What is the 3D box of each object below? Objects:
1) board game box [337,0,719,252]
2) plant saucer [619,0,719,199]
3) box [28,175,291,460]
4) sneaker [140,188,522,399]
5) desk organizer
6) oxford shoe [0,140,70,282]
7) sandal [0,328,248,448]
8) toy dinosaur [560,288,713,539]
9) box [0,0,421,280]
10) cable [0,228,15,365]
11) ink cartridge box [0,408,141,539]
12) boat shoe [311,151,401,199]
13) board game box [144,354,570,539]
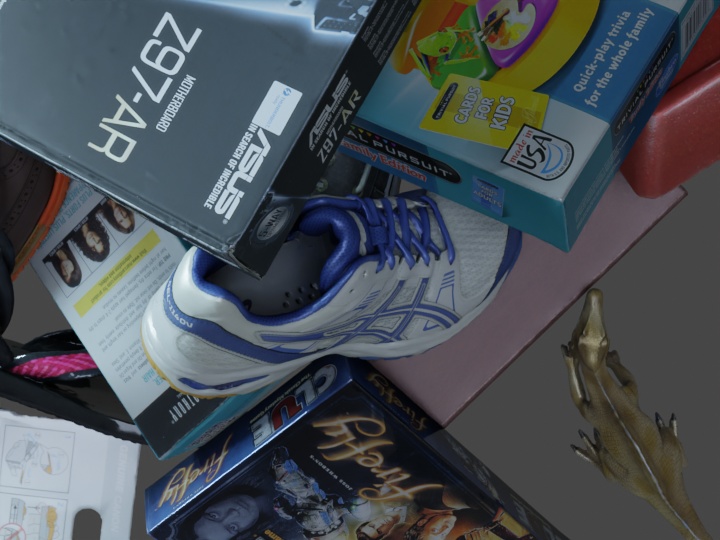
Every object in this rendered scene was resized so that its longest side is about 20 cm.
[{"bbox_3d":[0.043,-0.115,0.779,0.200,0.047,0.151,25,68,23],"label":"board game box"},{"bbox_3d":[0.169,-0.166,0.821,0.199,0.037,0.200,-32,65,3],"label":"plant saucer"},{"bbox_3d":[-0.116,-0.012,0.837,0.082,0.049,0.200,-41,77,26],"label":"box"},{"bbox_3d":[0.000,0.000,0.763,0.200,0.088,0.075,-22,72,-27],"label":"sneaker"},{"bbox_3d":[0.069,-0.004,0.879,0.200,0.072,0.077,-44,100,5],"label":"desk organizer"},{"bbox_3d":[-0.177,-0.079,0.791,0.071,0.072,0.201,24,109,24],"label":"oxford shoe"},{"bbox_3d":[-0.152,0.050,0.879,0.199,0.075,0.045,17,96,-2],"label":"sandal"},{"bbox_3d":[0.150,0.101,0.881,0.058,0.101,0.200,-33,99,3],"label":"toy dinosaur"},{"bbox_3d":[-0.063,-0.120,0.708,0.160,0.044,0.200,29,85,20],"label":"box"},{"bbox_3d":[-0.225,-0.017,0.803,0.051,0.200,0.164,-10,88,-43],"label":"cable"},{"bbox_3d":[-0.228,0.146,0.908,0.199,0.057,0.163,6,98,-11],"label":"ink cartridge box"},{"bbox_3d":[-0.017,-0.056,0.848,0.071,0.072,0.201,29,76,-47],"label":"boat shoe"},{"bbox_3d":[0.006,0.139,0.866,0.135,0.035,0.200,-38,122,16],"label":"board game box"}]
